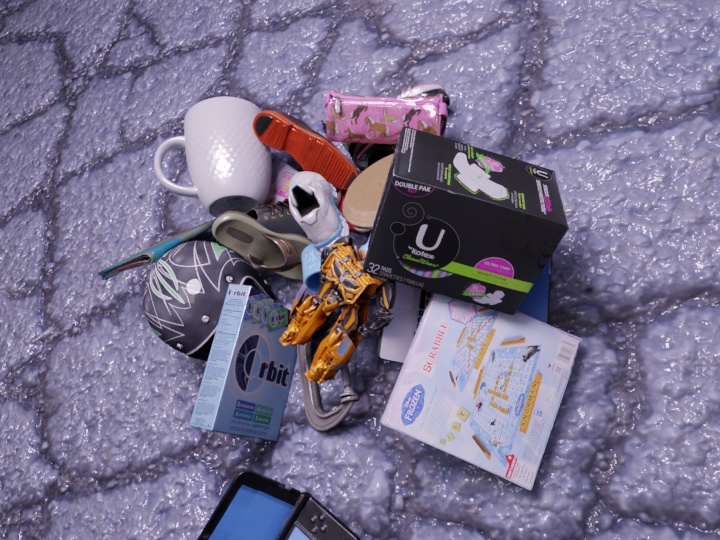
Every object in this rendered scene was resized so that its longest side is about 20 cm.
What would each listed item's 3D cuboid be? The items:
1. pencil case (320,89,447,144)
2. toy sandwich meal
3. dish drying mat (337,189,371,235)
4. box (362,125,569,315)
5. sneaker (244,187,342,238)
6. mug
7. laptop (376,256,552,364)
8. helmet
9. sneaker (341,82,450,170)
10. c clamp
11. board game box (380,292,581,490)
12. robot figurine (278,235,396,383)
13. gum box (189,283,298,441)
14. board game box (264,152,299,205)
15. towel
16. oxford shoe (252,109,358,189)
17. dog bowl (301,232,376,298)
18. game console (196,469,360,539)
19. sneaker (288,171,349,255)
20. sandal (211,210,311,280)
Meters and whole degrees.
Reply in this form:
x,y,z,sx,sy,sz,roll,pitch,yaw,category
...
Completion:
x,y,z,sx,sy,sz,roll,pitch,yaw,category
0.040,-0.240,0.850,0.198,0.087,0.083,7,110,12,pencil case
0.066,-0.118,0.829,0.204,0.070,0.206,-20,35,15,toy sandwich meal
0.036,-0.093,0.903,0.199,0.018,0.077,18,79,29,dish drying mat
0.121,-0.060,0.656,0.199,0.149,0.125,16,41,-1,box
-0.118,-0.101,0.918,0.200,0.106,0.075,-53,42,-3,sneaker
-0.252,-0.183,0.932,0.198,0.148,0.177,-4,67,-18,mug
0.145,0.044,0.735,0.116,0.199,0.189,-13,64,57,laptop
-0.253,0.046,0.873,0.199,0.191,0.202,-11,65,25,helmet
0.068,-0.236,0.925,0.199,0.080,0.087,-28,74,19,sneaker
-0.044,0.132,0.807,0.170,0.027,0.201,-26,64,41,c clamp
0.154,0.140,0.688,0.198,0.041,0.201,24,79,1,board game box
-0.033,0.053,0.736,0.145,0.058,0.201,47,123,27,robot figurine
-0.160,0.143,0.808,0.044,0.170,0.201,4,72,25,gum box
-0.197,-0.150,1.021,0.200,0.040,0.153,39,88,32,board game box
-0.352,-0.042,0.970,0.146,0.200,0.022,-16,105,30,towel
-0.082,-0.213,0.916,0.199,0.073,0.071,36,123,-3,oxford shoe
0.000,0.000,0.821,0.199,0.112,0.050,-8,53,22,dog bowl
-0.126,0.401,0.716,0.170,0.118,0.201,28,83,31,game console
-0.078,-0.111,0.814,0.075,0.087,0.200,-37,40,5,sneaker
-0.145,-0.027,0.870,0.080,0.200,0.057,-57,29,23,sandal
